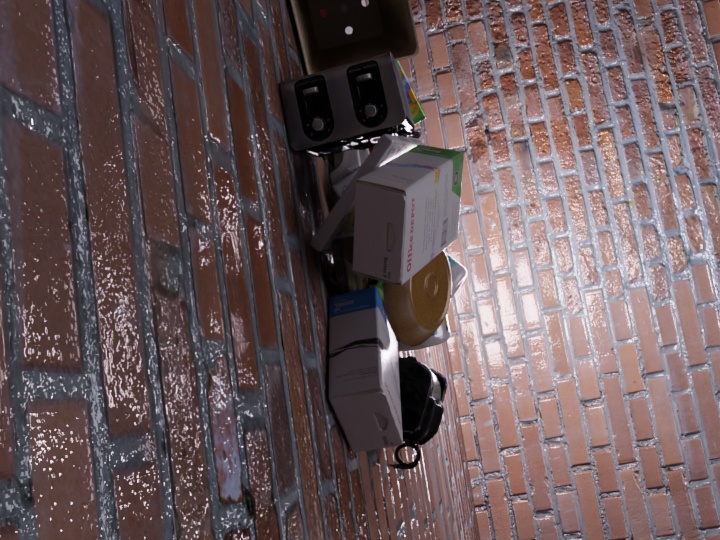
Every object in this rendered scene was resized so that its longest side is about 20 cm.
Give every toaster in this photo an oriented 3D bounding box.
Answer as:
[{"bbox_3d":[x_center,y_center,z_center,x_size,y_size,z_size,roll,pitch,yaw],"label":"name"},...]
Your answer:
[{"bbox_3d":[-0.012,-0.249,1.283,0.200,0.179,0.120,-23,101,-80],"label":"toaster"}]

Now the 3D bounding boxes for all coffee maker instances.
[{"bbox_3d":[0.086,0.255,1.464,0.200,0.133,0.194,38,43,-75],"label":"coffee maker"}]

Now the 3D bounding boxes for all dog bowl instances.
[{"bbox_3d":[-0.011,-0.176,1.579,0.200,0.058,0.202,-10,90,-81],"label":"dog bowl"}]

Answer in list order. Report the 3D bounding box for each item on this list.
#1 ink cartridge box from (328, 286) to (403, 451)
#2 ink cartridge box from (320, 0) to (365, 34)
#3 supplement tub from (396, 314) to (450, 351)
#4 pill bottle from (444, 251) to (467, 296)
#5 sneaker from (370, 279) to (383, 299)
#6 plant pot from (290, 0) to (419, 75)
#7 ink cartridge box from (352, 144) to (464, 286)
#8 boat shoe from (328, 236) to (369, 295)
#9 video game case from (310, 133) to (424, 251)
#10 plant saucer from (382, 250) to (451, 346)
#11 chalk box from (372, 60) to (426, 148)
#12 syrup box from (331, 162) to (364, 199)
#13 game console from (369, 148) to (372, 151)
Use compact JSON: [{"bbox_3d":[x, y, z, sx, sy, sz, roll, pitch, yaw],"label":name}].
[{"bbox_3d":[0.008,0.151,1.262,0.201,0.083,0.145,-92,166,-46],"label":"ink cartridge box"},{"bbox_3d":[-0.040,-0.585,1.763,0.144,0.083,0.202,37,43,-75],"label":"ink cartridge box"},{"bbox_3d":[0.103,0.059,1.731,0.145,0.143,0.202,-17,97,-80],"label":"supplement tub"},{"bbox_3d":[0.094,-0.015,1.559,0.200,0.111,0.111,38,4,10],"label":"pill bottle"},{"bbox_3d":[0.000,0.000,1.441,0.200,0.073,0.084,82,-7,-65],"label":"sneaker"},{"bbox_3d":[-0.021,-0.467,1.475,0.177,0.198,0.201,-106,-178,-71],"label":"plant pot"},{"bbox_3d":[0.073,-0.087,1.220,0.200,0.087,0.147,-39,137,-52],"label":"ink cartridge box"},{"bbox_3d":[-0.018,0.007,1.316,0.201,0.065,0.072,94,6,-58],"label":"boat shoe"},{"bbox_3d":[0.015,-0.121,1.284,0.023,0.201,0.182,38,17,11],"label":"video game case"},{"bbox_3d":[0.104,0.025,1.362,0.200,0.035,0.202,0,90,-57],"label":"plant saucer"},{"bbox_3d":[0.037,-0.325,1.623,0.201,0.123,0.124,61,-5,-24],"label":"chalk box"},{"bbox_3d":[0.036,-0.087,1.454,0.201,0.078,0.081,55,0,-6],"label":"syrup box"},{"bbox_3d":[0.027,-0.331,1.793,0.177,0.031,0.202,144,-59,-64],"label":"game console"}]
